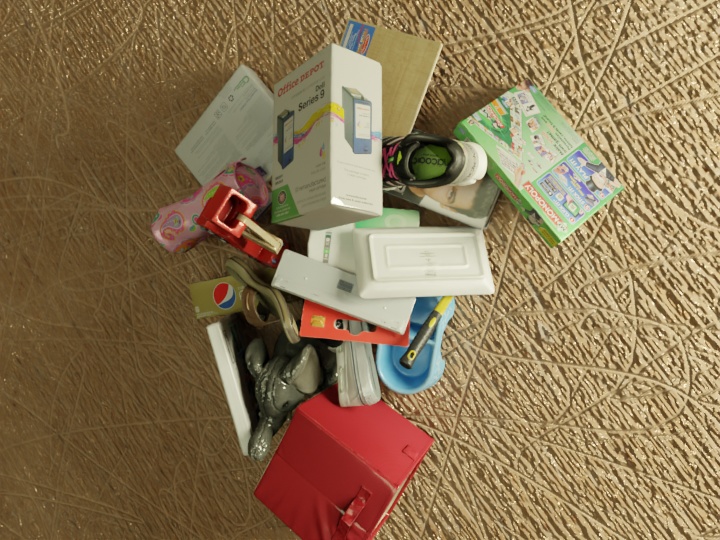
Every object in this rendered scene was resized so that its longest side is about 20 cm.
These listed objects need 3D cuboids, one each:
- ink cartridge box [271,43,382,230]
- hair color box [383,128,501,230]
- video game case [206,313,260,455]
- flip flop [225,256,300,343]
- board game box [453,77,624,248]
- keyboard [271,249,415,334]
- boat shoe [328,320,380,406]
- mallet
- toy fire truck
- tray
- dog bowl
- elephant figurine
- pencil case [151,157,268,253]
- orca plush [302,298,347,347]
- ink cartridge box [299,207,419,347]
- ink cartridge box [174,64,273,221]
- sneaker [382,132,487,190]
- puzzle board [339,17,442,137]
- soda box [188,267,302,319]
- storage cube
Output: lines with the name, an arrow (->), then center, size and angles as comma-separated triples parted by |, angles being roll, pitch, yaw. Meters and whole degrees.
ink cartridge box -> -0.047, -0.165, 0.678 | 0.145, 0.087, 0.202 | -6, 80, 50
hair color box -> 0.108, -0.142, 0.754 | 0.199, 0.061, 0.100 | 24, 103, 15
video game case -> -0.198, 0.176, 0.846 | 0.024, 0.182, 0.202 | -16, 91, -5
flip flop -> -0.153, 0.048, 0.762 | 0.057, 0.081, 0.200 | -37, 52, -20
board game box -> 0.236, -0.147, 0.684 | 0.134, 0.029, 0.200 | -35, 82, -18
keyboard -> -0.024, 0.029, 0.723 | 0.199, 0.011, 0.057 | 20, 76, 2
boat shoe -> -0.020, 0.108, 0.791 | 0.066, 0.074, 0.201 | -15, 60, 12
mallet -> 0.120, 0.061, 0.725 | 0.066, 0.201, 0.041 | 30, 150, -1
toy fire truck -> -0.157, -0.054, 0.732 | 0.140, 0.200, 0.049 | 19, 77, 42
tray -> 0.090, -0.017, 0.723 | 0.198, 0.022, 0.108 | -2, 68, -11
dog bowl -> 0.080, 0.099, 0.800 | 0.111, 0.050, 0.202 | 11, 101, 18
elephant figurine -> -0.113, 0.161, 0.797 | 0.141, 0.200, 0.156 | -39, 83, 20
pencil case -> -0.242, -0.101, 0.833 | 0.199, 0.087, 0.088 | -26, 87, 23
orca plush -> -0.062, 0.013, 0.780 | 0.105, 0.071, 0.202 | -10, 68, 42
ink cartridge box -> 0.000, 0.000, 0.745 | 0.159, 0.050, 0.201 | 6, 62, 0
ink cartridge box -> -0.190, -0.197, 0.867 | 0.196, 0.043, 0.200 | -42, 85, 20
sneaker -> 0.057, -0.142, 0.668 | 0.199, 0.087, 0.074 | 7, 97, 28
puzzle board -> 0.014, -0.242, 0.741 | 0.150, 0.017, 0.201 | 25, 102, 21
soda box -> -0.187, 0.034, 0.879 | 0.199, 0.068, 0.065 | -11, 92, 21
storage cube -> -0.021, 0.298, 0.786 | 0.179, 0.200, 0.172 | 33, 107, 20
